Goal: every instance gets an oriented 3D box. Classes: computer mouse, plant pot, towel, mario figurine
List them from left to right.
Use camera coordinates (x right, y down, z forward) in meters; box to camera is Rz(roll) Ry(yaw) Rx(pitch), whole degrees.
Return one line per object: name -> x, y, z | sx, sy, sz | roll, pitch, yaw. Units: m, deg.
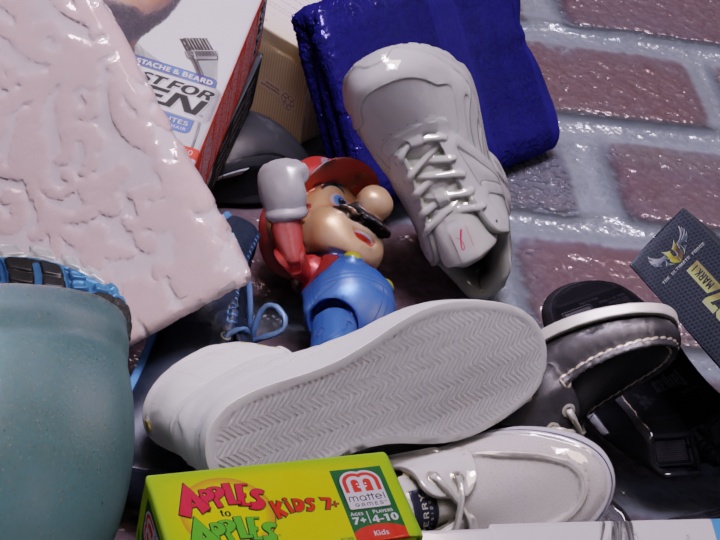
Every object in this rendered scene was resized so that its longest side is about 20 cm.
plant pot -> -0.190, 0.107, 0.790 | 0.199, 0.200, 0.135 | -6, 69, -24
towel -> -0.184, -0.037, 0.923 | 0.190, 0.032, 0.201 | -30, 90, 2
computer mouse -> -0.112, -0.059, 1.116 | 0.198, 0.046, 0.141 | -2, 40, -21
mario figurine -> 0.000, 0.000, 1.023 | 0.105, 0.124, 0.201 | -11, 47, -6
towel -> 0.044, -0.129, 1.200 | 0.199, 0.149, 0.049 | -22, 7, -40
computer mouse -> 0.152, 0.097, 1.003 | 0.140, 0.046, 0.200 | -23, 56, -32

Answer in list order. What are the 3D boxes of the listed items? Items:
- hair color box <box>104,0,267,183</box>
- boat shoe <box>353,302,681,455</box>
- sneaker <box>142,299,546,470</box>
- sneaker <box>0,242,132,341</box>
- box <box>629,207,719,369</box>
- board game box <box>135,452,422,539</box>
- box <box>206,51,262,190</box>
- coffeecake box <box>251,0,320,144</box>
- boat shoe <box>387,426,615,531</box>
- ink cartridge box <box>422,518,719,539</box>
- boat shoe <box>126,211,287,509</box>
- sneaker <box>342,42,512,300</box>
hair color box -> -0.129, -0.112, 1.028 | 0.110, 0.064, 0.201 | 15, 43, 0
boat shoe -> 0.085, 0.080, 0.937 | 0.199, 0.074, 0.061 | -22, 54, 4
sneaker -> -0.013, 0.053, 0.892 | 0.199, 0.074, 0.115 | -13, 13, -27
sneaker -> -0.215, 0.040, 0.884 | 0.198, 0.087, 0.075 | 0, 33, -5
box -> 0.256, 0.062, 0.992 | 0.200, 0.051, 0.158 | 32, 17, -44
board game box -> -0.048, 0.167, 0.729 | 0.101, 0.201, 0.048 | -3, 40, -21
box -> -0.163, -0.084, 1.068 | 0.159, 0.044, 0.201 | 19, 44, 2
coffeecake box -> -0.026, -0.186, 1.277 | 0.153, 0.073, 0.199 | 34, 42, 29
boat shoe -> 0.031, 0.120, 0.872 | 0.198, 0.072, 0.070 | -6, -2, 0
ink cartridge box -> 0.115, 0.186, 0.843 | 0.198, 0.067, 0.117 | 1, 57, -16
boat shoe -> -0.088, 0.056, 0.971 | 0.068, 0.084, 0.201 | 22, 54, -2
sneaker -> 0.053, -0.055, 1.065 | 0.077, 0.200, 0.100 | -25, 48, 13
